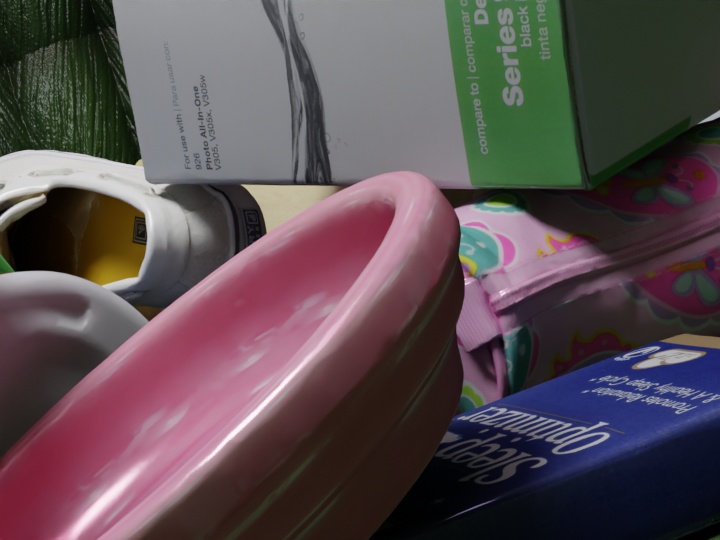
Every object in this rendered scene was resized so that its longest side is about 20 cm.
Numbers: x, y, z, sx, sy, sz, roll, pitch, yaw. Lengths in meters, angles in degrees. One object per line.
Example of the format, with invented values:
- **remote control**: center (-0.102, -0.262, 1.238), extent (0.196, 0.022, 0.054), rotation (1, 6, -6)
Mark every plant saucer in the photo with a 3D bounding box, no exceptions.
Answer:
- **plant saucer**: center (-0.046, 0.056, 0.564), extent (0.200, 0.051, 0.201), rotation (-38, 11, 9)

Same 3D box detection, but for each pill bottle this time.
- **pill bottle**: center (-0.152, 0.063, 0.764), extent (0.112, 0.113, 0.199), rotation (-22, 8, -34)

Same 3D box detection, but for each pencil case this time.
- **pencil case**: center (0.102, -0.005, 0.760), extent (0.199, 0.088, 0.087), rotation (-19, 6, -27)

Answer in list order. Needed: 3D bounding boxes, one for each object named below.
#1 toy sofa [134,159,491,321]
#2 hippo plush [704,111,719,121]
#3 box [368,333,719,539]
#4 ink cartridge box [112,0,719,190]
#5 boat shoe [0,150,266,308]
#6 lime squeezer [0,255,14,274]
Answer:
- **toy sofa**: center (0.000, 0.000, 0.905), extent (0.198, 0.084, 0.098), rotation (-5, -26, 29)
- **hippo plush**: center (0.115, -0.078, 1.037), extent (0.198, 0.161, 0.161), rotation (-16, 5, 14)
- **box**: center (0.035, 0.064, 0.593), extent (0.198, 0.033, 0.121), rotation (-21, 7, -15)
- **ink cartridge box**: center (0.028, -0.089, 0.797), extent (0.199, 0.085, 0.146), rotation (2, 21, 35)
- **boat shoe**: center (-0.128, -0.013, 0.875), extent (0.199, 0.072, 0.069), rotation (7, 4, 44)
- **lime squeezer**: center (-0.133, 0.046, 0.863), extent (0.070, 0.201, 0.038), rotation (23, 50, 9)
